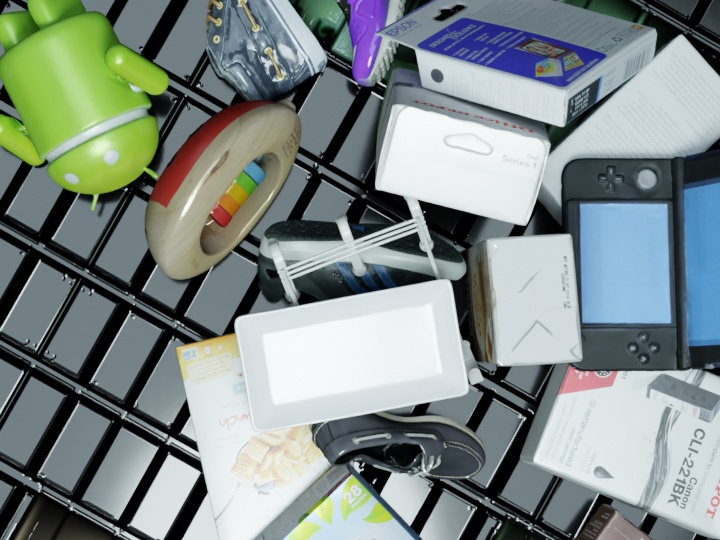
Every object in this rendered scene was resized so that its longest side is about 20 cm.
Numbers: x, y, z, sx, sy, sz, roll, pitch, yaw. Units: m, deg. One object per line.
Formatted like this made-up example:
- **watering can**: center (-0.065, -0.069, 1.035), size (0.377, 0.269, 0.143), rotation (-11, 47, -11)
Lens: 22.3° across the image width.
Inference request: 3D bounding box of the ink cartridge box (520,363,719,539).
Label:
- **ink cartridge box**: center (0.274, 0.153, 1.746), size (0.199, 0.084, 0.145), rotation (22, 85, -3)

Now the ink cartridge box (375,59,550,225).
- **ink cartridge box**: center (0.090, -0.121, 1.681), size (0.145, 0.200, 0.085), rotation (14, 108, -2)

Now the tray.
- **tray**: center (-0.008, 0.076, 1.647), size (0.199, 0.022, 0.108), rotation (-10, 96, -5)

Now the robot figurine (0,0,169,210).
- **robot figurine**: center (-0.263, -0.161, 1.709), size (0.175, 0.116, 0.201), rotation (-25, 91, 23)

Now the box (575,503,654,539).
- **box**: center (0.216, 0.332, 1.742), size (0.100, 0.075, 0.200), rotation (37, 88, -2)

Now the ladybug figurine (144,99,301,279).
- **ladybug figurine**: center (-0.133, -0.085, 1.715), size (0.072, 0.136, 0.200), rotation (35, 78, 23)

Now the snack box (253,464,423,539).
- **snack box**: center (-0.030, 0.305, 1.707), size (0.200, 0.068, 0.169), rotation (-43, 104, -1)

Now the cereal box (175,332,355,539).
- **cereal box**: center (-0.086, 0.154, 1.744), size (0.143, 0.040, 0.201), rotation (-14, 88, -7)

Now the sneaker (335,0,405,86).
- **sneaker**: center (-0.005, -0.278, 1.760), size (0.099, 0.070, 0.201), rotation (8, 83, 4)

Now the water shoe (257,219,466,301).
- **water shoe**: center (0.000, 0.000, 1.755), size (0.199, 0.072, 0.079), rotation (7, 115, -5)

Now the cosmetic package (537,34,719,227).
- **cosmetic package**: center (0.262, -0.121, 1.763), size (0.200, 0.071, 0.102), rotation (-42, 91, -5)

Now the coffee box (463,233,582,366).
- **coffee box**: center (0.147, 0.029, 1.685), size (0.079, 0.200, 0.115), rotation (-4, 87, -3)

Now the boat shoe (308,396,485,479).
- **boat shoe**: center (0.040, 0.173, 1.702), size (0.199, 0.063, 0.073), rotation (19, 125, -34)

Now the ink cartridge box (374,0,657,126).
- **ink cartridge box**: center (0.144, -0.206, 1.691), size (0.199, 0.198, 0.044), rotation (21, 124, 25)

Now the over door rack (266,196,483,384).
- **over door rack**: center (0.011, 0.033, 1.692), size (0.147, 0.067, 0.201), rotation (-20, 115, 1)

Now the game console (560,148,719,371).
- **game console**: center (0.277, -0.011, 1.660), size (0.170, 0.118, 0.201), rotation (0, 83, -5)

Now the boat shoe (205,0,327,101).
- **boat shoe**: center (-0.124, -0.252, 1.743), size (0.091, 0.071, 0.201), rotation (-37, 92, -8)
